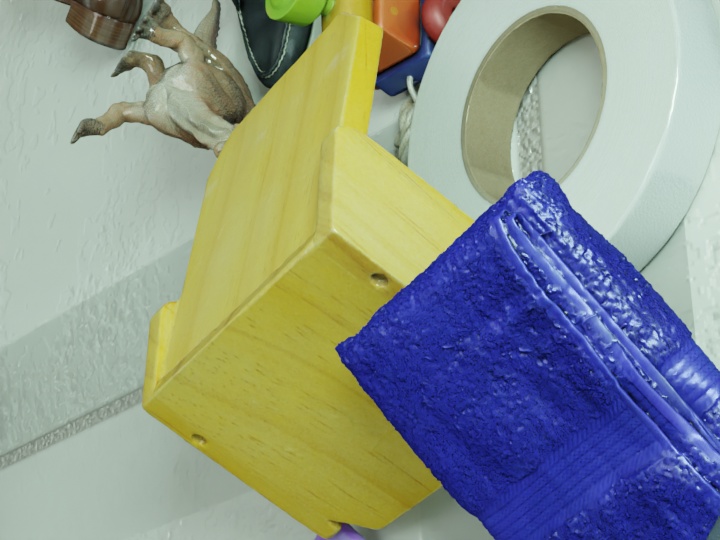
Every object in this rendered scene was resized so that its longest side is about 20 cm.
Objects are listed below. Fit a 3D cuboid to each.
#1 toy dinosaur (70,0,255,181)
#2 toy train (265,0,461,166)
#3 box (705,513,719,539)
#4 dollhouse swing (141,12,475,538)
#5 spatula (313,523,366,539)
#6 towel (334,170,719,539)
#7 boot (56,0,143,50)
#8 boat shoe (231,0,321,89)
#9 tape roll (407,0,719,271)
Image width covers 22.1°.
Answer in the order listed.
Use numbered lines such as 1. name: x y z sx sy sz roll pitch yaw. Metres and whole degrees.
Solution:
1. toy dinosaur: -0.095 -0.101 1.175 0.086 0.135 0.200 -55 10 24
2. toy train: -0.004 -0.139 1.043 0.085 0.116 0.201 -24 58 47
3. box: 0.180 0.192 0.682 0.148 0.107 0.200 41 111 50
4. dollhouse swing: 0.000 0.000 0.983 0.200 0.182 0.176 -43 15 45
5. spatula: 0.024 0.202 0.954 0.057 0.021 0.200 -61 39 11
6. towel: 0.091 0.072 0.806 0.200 0.050 0.148 50 124 7
7. boot: -0.188 -0.289 1.387 0.186 0.064 0.200 37 111 38
8. boat shoe: -0.069 -0.208 1.197 0.074 0.066 0.200 -25 58 46
9. tape roll: 0.101 -0.080 0.951 0.203 0.037 0.203 -24 59 47
